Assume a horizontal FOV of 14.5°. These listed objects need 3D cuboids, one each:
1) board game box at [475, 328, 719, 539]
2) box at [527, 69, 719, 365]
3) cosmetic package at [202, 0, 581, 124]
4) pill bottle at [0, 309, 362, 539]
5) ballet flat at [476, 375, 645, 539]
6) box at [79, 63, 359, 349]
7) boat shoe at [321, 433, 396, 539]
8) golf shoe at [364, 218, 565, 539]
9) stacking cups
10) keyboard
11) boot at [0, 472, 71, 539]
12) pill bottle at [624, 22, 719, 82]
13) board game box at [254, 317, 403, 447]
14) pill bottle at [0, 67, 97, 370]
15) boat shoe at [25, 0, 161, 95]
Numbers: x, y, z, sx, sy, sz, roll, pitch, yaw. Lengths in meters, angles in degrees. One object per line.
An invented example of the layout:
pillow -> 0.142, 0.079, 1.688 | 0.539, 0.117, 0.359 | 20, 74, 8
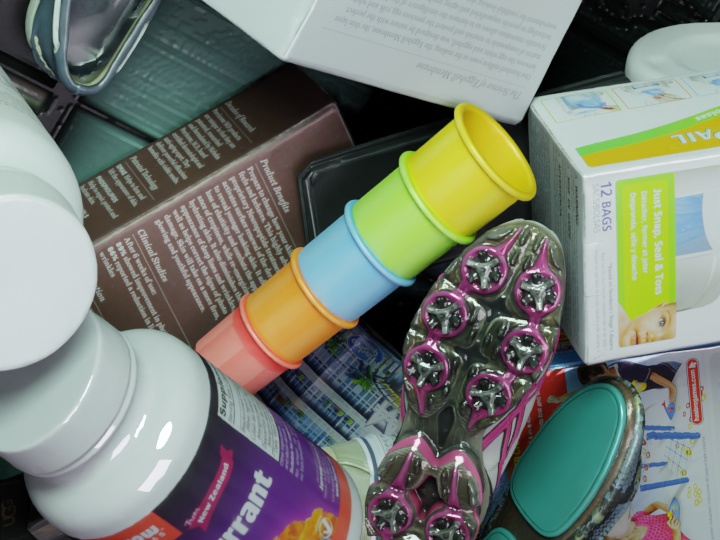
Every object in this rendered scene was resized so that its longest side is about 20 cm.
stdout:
board game box -> 0.144, 0.121, 1.574 | 0.194, 0.056, 0.201 | -8, 117, 1
box -> 0.196, -0.036, 1.470 | 0.199, 0.101, 0.113 | -9, 117, -10
cosmetic package -> 0.030, -0.199, 1.403 | 0.199, 0.123, 0.201 | 11, 110, -52
pill bottle -> -0.098, 0.099, 1.416 | 0.111, 0.111, 0.200 | -47, 130, 4
ballet flat -> 0.105, 0.140, 1.522 | 0.074, 0.074, 0.200 | 21, 117, -30
box -> -0.090, -0.014, 1.505 | 0.199, 0.075, 0.100 | -29, 122, -6
boat shoe -> -0.011, 0.186, 1.570 | 0.062, 0.072, 0.201 | -3, 105, -17
golf shoe -> 0.057, 0.055, 1.458 | 0.072, 0.092, 0.201 | 24, 116, 6
stacking cups -> 0.000, 0.000, 1.448 | 0.060, 0.061, 0.200 | 34, 116, -32
keyboard -> 0.065, -0.027, 1.515 | 0.199, 0.021, 0.128 | -16, 115, -16
boot -> -0.162, 0.175, 1.548 | 0.199, 0.070, 0.174 | -21, 137, 20
pill bottle -> 0.200, -0.029, 1.597 | 0.112, 0.113, 0.201 | -8, 117, -19
board game box -> -0.010, 0.152, 1.626 | 0.200, 0.062, 0.200 | -48, 123, 3
pill bottle -> -0.197, -0.033, 1.374 | 0.114, 0.200, 0.115 | -9, 117, -19
boat shoe -> -0.112, -0.183, 1.420 | 0.075, 0.062, 0.201 | 22, 103, -28
